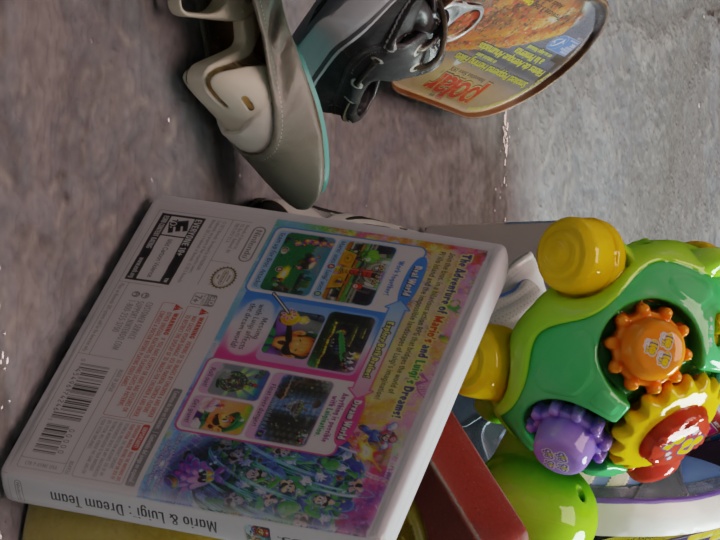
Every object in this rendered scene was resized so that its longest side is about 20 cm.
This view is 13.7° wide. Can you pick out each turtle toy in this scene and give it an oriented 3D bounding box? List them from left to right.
[{"bbox_3d":[0.117,0.063,1.475,0.145,0.200,0.101,9,40,-50],"label":"turtle toy"}]

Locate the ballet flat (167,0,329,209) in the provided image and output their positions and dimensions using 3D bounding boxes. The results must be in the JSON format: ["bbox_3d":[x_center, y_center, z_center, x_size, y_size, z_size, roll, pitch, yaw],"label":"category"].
[{"bbox_3d":[-0.066,-0.121,1.506,0.064,0.067,0.201,-22,110,-35],"label":"ballet flat"}]

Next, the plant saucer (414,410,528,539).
[{"bbox_3d":[0.028,0.129,1.495,0.201,0.037,0.200,93,-27,-46],"label":"plant saucer"}]

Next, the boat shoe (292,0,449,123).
[{"bbox_3d":[0.012,-0.122,1.521,0.070,0.066,0.200,-64,-171,-27],"label":"boat shoe"}]

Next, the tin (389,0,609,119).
[{"bbox_3d":[0.073,-0.142,1.739,0.042,0.112,0.200,52,15,20],"label":"tin"}]

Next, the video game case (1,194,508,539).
[{"bbox_3d":[-0.045,0.046,1.383,0.200,0.181,0.024,-64,156,-44],"label":"video game case"}]

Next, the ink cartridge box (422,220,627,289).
[{"bbox_3d":[0.125,0.033,1.824,0.200,0.115,0.067,37,55,-58],"label":"ink cartridge box"}]

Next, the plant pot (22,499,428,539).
[{"bbox_3d":[-0.049,0.148,1.414,0.200,0.141,0.201,-2,90,-65],"label":"plant pot"}]

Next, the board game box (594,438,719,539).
[{"bbox_3d":[0.152,0.164,1.720,0.165,0.199,0.057,106,-31,-61],"label":"board game box"}]

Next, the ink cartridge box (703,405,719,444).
[{"bbox_3d":[0.136,0.098,1.749,0.200,0.175,0.084,42,31,-60],"label":"ink cartridge box"}]

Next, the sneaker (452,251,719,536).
[{"bbox_3d":[0.114,0.064,1.589,0.081,0.199,0.147,-177,-91,-72],"label":"sneaker"}]

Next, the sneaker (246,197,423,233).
[{"bbox_3d":[0.000,0.000,1.594,0.200,0.088,0.074,6,83,-64],"label":"sneaker"}]
